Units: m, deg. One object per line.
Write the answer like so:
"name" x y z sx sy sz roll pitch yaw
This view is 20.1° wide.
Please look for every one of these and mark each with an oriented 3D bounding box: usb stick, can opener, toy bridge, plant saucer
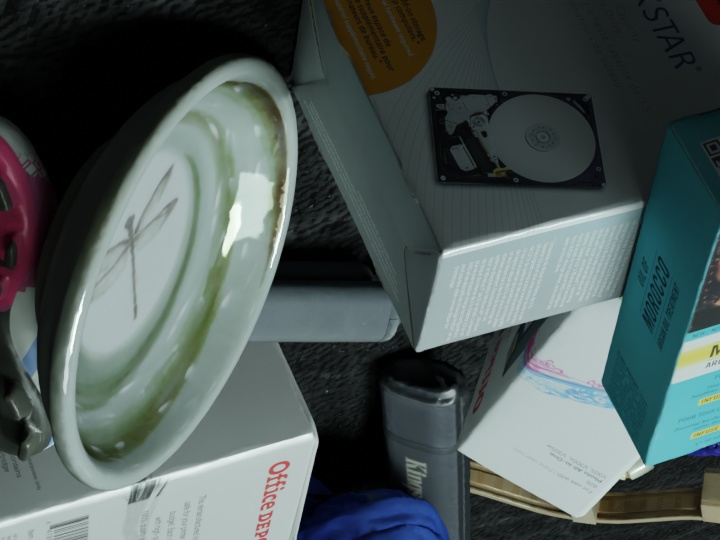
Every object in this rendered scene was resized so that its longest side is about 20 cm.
"usb stick" 0.041 0.120 1.252 0.055 0.033 0.200 10 144 11
"can opener" 0.000 0.000 1.056 0.199 0.053 0.067 1 111 -38
"toy bridge" 0.143 0.141 1.299 0.199 0.027 0.067 6 155 15
"plant saucer" -0.094 -0.004 0.890 0.200 0.050 0.200 -55 157 -37

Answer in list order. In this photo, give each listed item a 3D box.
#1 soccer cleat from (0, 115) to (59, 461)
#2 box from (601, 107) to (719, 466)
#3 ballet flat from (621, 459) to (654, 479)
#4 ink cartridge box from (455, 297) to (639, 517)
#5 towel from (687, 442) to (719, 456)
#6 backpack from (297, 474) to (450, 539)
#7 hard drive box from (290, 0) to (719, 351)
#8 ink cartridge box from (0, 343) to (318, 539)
"soccer cleat" -0.156 -0.005 0.910 0.086 0.070 0.200 -57 158 -43
"box" 0.158 0.004 0.840 0.082 0.049 0.200 -18 150 -12
"ballet flat" 0.163 0.098 1.307 0.072 0.072 0.200 -25 152 2
"ink cartridge box" 0.142 0.011 1.050 0.087 0.146 0.200 28 135 -4
"towel" 0.199 0.038 1.102 0.148 0.049 0.200 -62 -174 -8
"backpack" -0.030 0.208 1.237 0.199 0.168 0.163 -20 154 6
"hard drive box" 0.090 -0.069 0.879 0.199 0.156 0.077 -15 149 -18
"ink cartridge box" -0.135 0.114 1.092 0.199 0.084 0.146 -15 151 -19
